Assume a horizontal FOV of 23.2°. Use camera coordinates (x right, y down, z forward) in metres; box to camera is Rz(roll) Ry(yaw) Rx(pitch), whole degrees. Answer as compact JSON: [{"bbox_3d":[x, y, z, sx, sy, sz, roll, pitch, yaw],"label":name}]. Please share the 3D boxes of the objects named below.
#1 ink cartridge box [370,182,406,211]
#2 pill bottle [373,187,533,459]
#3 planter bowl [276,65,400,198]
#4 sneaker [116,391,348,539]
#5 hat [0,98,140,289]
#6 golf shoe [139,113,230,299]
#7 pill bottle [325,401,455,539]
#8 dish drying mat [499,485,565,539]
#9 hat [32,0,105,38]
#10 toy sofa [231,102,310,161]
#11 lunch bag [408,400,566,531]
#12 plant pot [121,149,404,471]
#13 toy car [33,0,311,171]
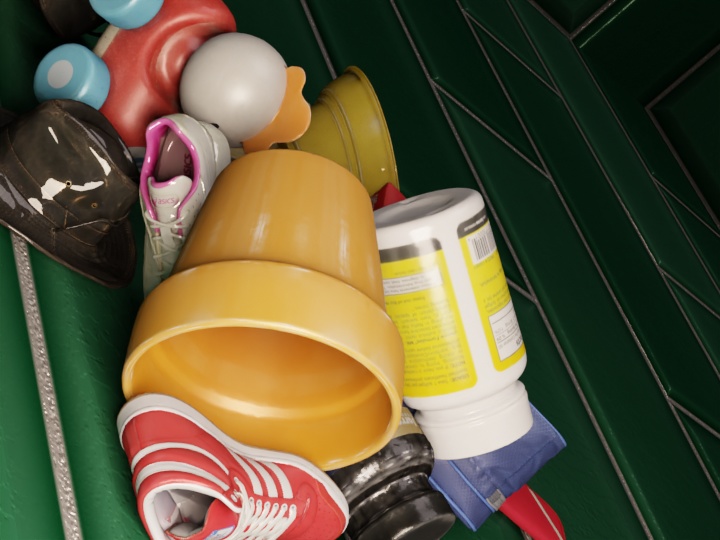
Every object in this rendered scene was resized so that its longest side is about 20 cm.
[{"bbox_3d":[0.000,0.000,1.546,0.067,0.200,0.116,46,18,-16],"label":"ink cartridge box"},{"bbox_3d":[0.070,0.044,1.428,0.114,0.113,0.202,-54,129,-71],"label":"pill bottle"},{"bbox_3d":[-0.030,-0.088,1.660,0.200,0.083,0.202,169,-90,-75],"label":"planter bowl"},{"bbox_3d":[-0.083,0.170,1.230,0.199,0.071,0.113,30,22,-29],"label":"sneaker"},{"bbox_3d":[-0.227,-0.083,1.371,0.200,0.081,0.201,43,21,-20],"label":"hat"},{"bbox_3d":[-0.145,-0.026,1.367,0.092,0.075,0.202,36,50,-72],"label":"golf shoe"},{"bbox_3d":[-0.010,0.136,1.403,0.201,0.112,0.112,57,20,22],"label":"pill bottle"},{"bbox_3d":[0.134,0.209,1.745,0.200,0.018,0.077,43,20,-20],"label":"dish drying mat"},{"bbox_3d":[-0.266,-0.265,1.580,0.201,0.081,0.201,53,-15,21],"label":"hat"},{"bbox_3d":[-0.129,-0.130,1.719,0.200,0.097,0.084,13,65,-61],"label":"toy sofa"},{"bbox_3d":[0.067,0.127,1.562,0.200,0.132,0.136,47,-5,-10],"label":"lunch bag"},{"bbox_3d":[-0.061,0.020,1.283,0.200,0.199,0.184,36,45,-35],"label":"plant pot"},{"bbox_3d":[-0.132,-0.143,1.470,0.199,0.178,0.184,28,-4,31],"label":"toy car"}]
